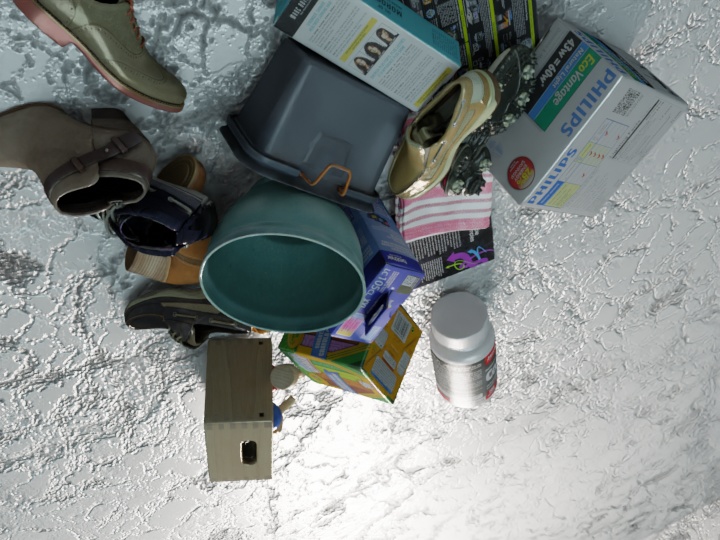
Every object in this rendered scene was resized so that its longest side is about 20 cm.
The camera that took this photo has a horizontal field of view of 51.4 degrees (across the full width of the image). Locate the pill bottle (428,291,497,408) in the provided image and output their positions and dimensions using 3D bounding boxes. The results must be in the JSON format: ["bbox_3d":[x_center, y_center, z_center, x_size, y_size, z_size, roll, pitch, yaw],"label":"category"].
[{"bbox_3d":[0.177,0.138,1.288,0.112,0.115,0.201,-19,138,-5],"label":"pill bottle"}]

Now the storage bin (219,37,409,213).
[{"bbox_3d":[-0.041,-0.170,0.876,0.198,0.146,0.135,16,115,-35],"label":"storage bin"}]

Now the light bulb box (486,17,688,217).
[{"bbox_3d":[0.281,-0.187,0.969,0.198,0.125,0.199,2,132,-46],"label":"light bulb box"}]

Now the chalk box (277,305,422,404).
[{"bbox_3d":[-0.033,0.100,1.118,0.198,0.125,0.125,8,153,35],"label":"chalk box"}]

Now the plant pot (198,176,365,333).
[{"bbox_3d":[-0.090,-0.033,0.922,0.197,0.136,0.201,1,144,1],"label":"plant pot"}]

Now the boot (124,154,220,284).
[{"bbox_3d":[-0.198,-0.057,0.961,0.153,0.074,0.200,12,135,-34],"label":"boot"}]

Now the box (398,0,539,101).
[{"bbox_3d":[0.124,-0.309,0.871,0.159,0.045,0.201,-24,138,-1],"label":"box"}]

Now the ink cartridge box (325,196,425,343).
[{"bbox_3d":[0.000,0.000,1.002,0.076,0.201,0.137,14,125,-39],"label":"ink cartridge box"}]

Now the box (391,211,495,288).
[{"bbox_3d":[0.106,-0.041,1.136,0.197,0.036,0.144,-19,136,-4],"label":"box"}]

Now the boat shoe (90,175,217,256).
[{"bbox_3d":[-0.266,-0.073,0.830,0.197,0.093,0.076,14,112,9],"label":"boat shoe"}]

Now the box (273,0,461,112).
[{"bbox_3d":[0.010,-0.260,0.821,0.198,0.050,0.082,25,135,-26],"label":"box"}]

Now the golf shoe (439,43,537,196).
[{"bbox_3d":[0.141,-0.191,0.922,0.076,0.088,0.202,7,120,-39],"label":"golf shoe"}]

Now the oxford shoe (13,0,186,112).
[{"bbox_3d":[-0.245,-0.236,0.759,0.075,0.071,0.199,-43,136,13],"label":"oxford shoe"}]

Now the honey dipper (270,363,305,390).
[{"bbox_3d":[-0.109,0.164,1.176,0.038,0.038,0.200,-23,173,-1],"label":"honey dipper"}]

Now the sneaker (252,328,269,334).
[{"bbox_3d":[-0.156,0.055,1.071,0.197,0.078,0.079,-17,142,11],"label":"sneaker"}]

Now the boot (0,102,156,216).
[{"bbox_3d":[-0.317,-0.112,0.790,0.197,0.147,0.071,-15,137,-10],"label":"boot"}]

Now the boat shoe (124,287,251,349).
[{"bbox_3d":[-0.235,0.066,1.020,0.197,0.074,0.074,-9,159,17],"label":"boat shoe"}]

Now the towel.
[{"bbox_3d":[0.119,-0.138,1.022,0.144,0.030,0.202,-11,123,-15],"label":"towel"}]

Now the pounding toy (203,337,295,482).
[{"bbox_3d":[-0.169,0.221,1.184,0.140,0.186,0.202,-1,134,-7],"label":"pounding toy"}]

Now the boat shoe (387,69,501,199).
[{"bbox_3d":[0.077,-0.157,0.879,0.076,0.072,0.201,-16,153,-42],"label":"boat shoe"}]
